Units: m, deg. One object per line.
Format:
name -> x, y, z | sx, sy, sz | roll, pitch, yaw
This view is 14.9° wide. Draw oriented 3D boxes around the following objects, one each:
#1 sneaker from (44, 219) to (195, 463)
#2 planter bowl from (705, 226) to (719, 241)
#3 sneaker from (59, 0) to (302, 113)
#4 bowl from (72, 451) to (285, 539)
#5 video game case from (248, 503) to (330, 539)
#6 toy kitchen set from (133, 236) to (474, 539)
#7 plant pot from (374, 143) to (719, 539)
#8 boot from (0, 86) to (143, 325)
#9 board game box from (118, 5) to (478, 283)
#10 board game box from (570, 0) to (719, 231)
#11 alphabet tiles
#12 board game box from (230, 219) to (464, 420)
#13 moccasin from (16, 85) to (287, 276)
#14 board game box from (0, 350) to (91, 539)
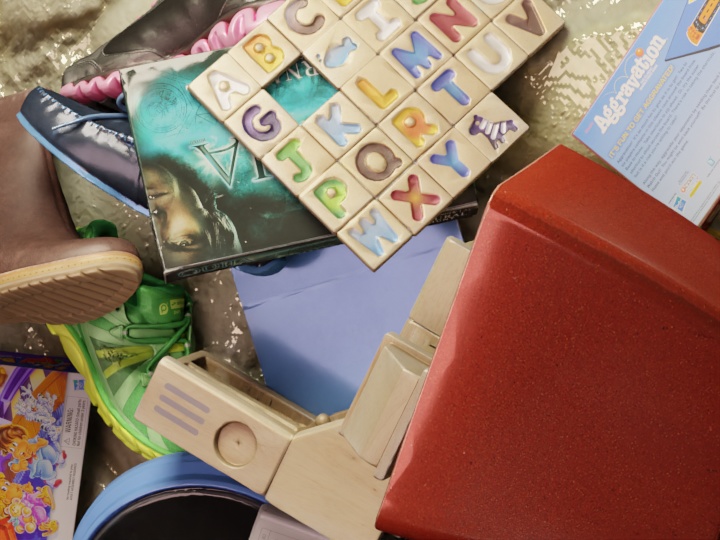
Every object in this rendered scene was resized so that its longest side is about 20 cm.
sneaker -> -0.142, 0.052, 1.811 | 0.084, 0.074, 0.200 | -45, 76, 27
planter bowl -> 0.166, 0.071, 1.658 | 0.199, 0.083, 0.202 | 3, 97, 25
sneaker -> -0.110, -0.158, 1.786 | 0.199, 0.079, 0.096 | -18, 65, 26
bowl -> -0.097, 0.216, 1.786 | 0.199, 0.039, 0.202 | 3, 110, 7
video game case -> 0.004, 0.262, 1.749 | 0.199, 0.022, 0.183 | 18, 106, 1
toy kitchen set -> -0.025, 0.049, 1.662 | 0.180, 0.163, 0.201 | 30, 104, 13
plant pot -> 0.140, 0.065, 1.526 | 0.175, 0.200, 0.201 | 22, 105, 10
boot -> -0.217, -0.047, 1.803 | 0.199, 0.072, 0.167 | -12, 62, 36
board game box -> -0.038, -0.078, 1.696 | 0.199, 0.028, 0.136 | -13, 75, -5
board game box -> 0.220, -0.132, 1.642 | 0.103, 0.019, 0.200 | 41, 109, 20
alphabet tiles -> 0.022, -0.121, 1.687 | 0.200, 0.008, 0.167 | -42, 75, -13
board game box -> 0.000, 0.000, 1.758 | 0.157, 0.039, 0.201 | -18, 89, 20
moccasin -> -0.122, -0.070, 1.747 | 0.199, 0.080, 0.068 | 30, 99, 7
board game box -> -0.259, 0.155, 1.858 | 0.134, 0.045, 0.201 | 7, 100, -9
